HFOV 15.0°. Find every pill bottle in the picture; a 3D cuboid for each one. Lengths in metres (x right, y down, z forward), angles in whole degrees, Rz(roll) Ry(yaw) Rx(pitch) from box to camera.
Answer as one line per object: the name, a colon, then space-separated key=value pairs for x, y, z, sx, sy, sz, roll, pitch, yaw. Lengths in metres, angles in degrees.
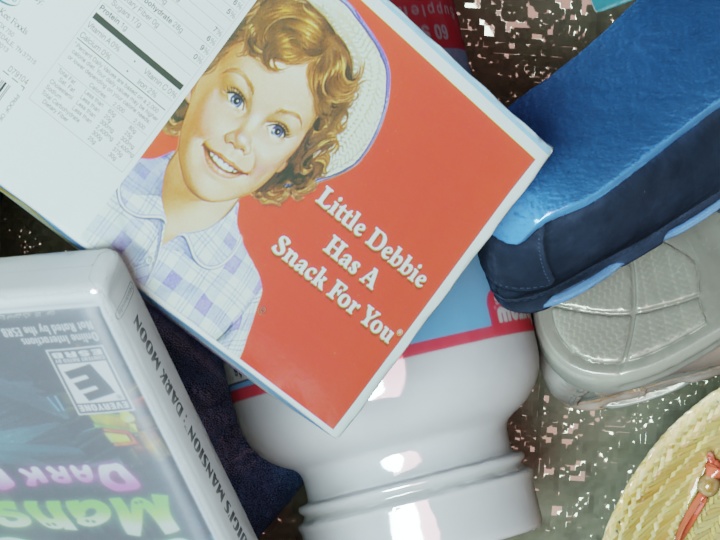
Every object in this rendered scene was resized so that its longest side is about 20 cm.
pill bottle: x=0.000 y=0.000 z=0.948 sx=0.108 sy=0.109 sz=0.201 roll=-14 pitch=87 yaw=5

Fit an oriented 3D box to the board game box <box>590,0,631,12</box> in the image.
board game box: x=0.128 y=-0.191 z=0.905 sx=0.199 sy=0.047 sz=0.152 roll=-27 pitch=97 yaw=-35

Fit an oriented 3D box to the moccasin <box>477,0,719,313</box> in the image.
moccasin: x=0.109 y=-0.055 z=0.936 sx=0.199 sy=0.068 sz=0.080 roll=-28 pitch=53 yaw=-25

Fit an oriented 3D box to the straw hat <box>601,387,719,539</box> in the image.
straw hat: x=0.187 y=0.118 z=0.976 sx=0.200 sy=0.085 sz=0.202 roll=-1 pitch=83 yaw=10

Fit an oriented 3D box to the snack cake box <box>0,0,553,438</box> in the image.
snack cake box: x=-0.050 y=-0.053 z=0.812 sx=0.200 sy=0.067 sz=0.115 roll=40 pitch=85 yaw=-35

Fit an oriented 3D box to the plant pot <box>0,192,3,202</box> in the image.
plant pot: x=-0.182 y=-0.101 z=0.880 sx=0.199 sy=0.200 sz=0.188 roll=32 pitch=127 yaw=-1

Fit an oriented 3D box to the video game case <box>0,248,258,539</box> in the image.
video game case: x=-0.132 y=0.074 z=0.853 sx=0.199 sy=0.023 sz=0.182 roll=-5 pitch=130 yaw=23

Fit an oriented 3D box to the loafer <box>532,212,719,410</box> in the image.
loafer: x=0.154 y=-0.004 z=0.984 sx=0.199 sy=0.063 sz=0.072 roll=-20 pitch=67 yaw=-6

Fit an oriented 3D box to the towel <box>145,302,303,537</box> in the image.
towel: x=-0.111 y=0.097 z=1.010 sx=0.112 sy=0.049 sz=0.200 roll=43 pitch=97 yaw=-3
